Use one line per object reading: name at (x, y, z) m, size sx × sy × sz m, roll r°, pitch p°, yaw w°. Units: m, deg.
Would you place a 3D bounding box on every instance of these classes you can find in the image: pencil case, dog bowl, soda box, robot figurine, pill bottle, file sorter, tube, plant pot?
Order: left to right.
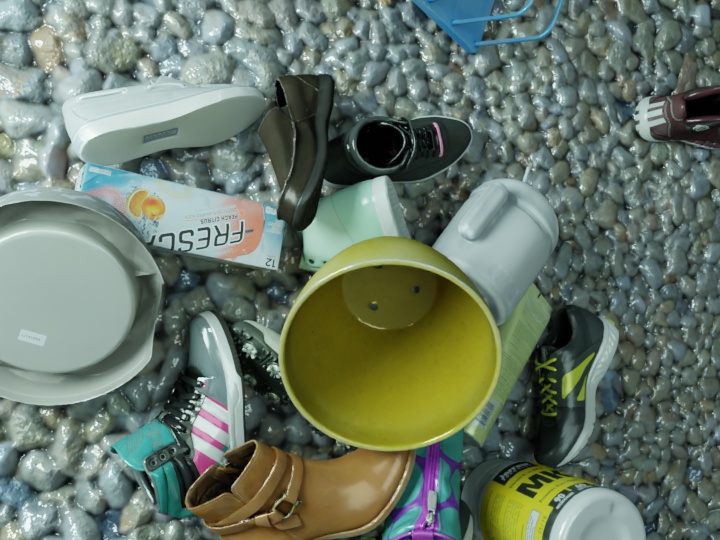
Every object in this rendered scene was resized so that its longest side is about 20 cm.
dog bowl at (-0.268, 0.019, 0.720) m, size 0.197 × 0.059 × 0.203 m, roll -6°, pitch 120°, yaw -10°
soda box at (-0.174, -0.048, 0.798) m, size 0.197 × 0.068 × 0.065 m, roll 11°, pitch 86°, yaw -24°
plant pot at (0.028, 0.046, 0.787) m, size 0.197 × 0.143 × 0.203 m, roll 1°, pitch 119°, yaw 1°
pencil case at (0.070, 0.192, 0.857) m, size 0.084 × 0.093 × 0.202 m, roll 10°, pitch 59°, yaw -7°
file sorter at (0.125, -0.347, 0.875) m, size 0.199 × 0.122 × 0.141 m, roll 28°, pitch 78°, yaw -43°
robot figurine at (0.144, -0.020, 0.911) m, size 0.201 × 0.112 × 0.170 m, roll -52°, pitch 151°, yaw -21°
tube at (0.165, 0.107, 0.961) m, size 0.051 × 0.058 × 0.201 m, roll 29°, pitch 73°, yaw 11°
pill bottle at (0.197, 0.270, 0.886) m, size 0.113 × 0.199 × 0.116 m, roll 0°, pitch 90°, yaw -24°

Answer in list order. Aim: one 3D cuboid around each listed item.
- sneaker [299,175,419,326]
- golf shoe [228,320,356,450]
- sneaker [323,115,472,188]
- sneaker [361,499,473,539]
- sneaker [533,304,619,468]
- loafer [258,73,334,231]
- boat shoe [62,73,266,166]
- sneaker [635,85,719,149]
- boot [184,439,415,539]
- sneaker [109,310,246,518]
sneaker at (0.000, -0.001, 0.889) m, size 0.117 × 0.074 × 0.202 m, roll -11°, pitch 120°, yaw 14°
golf shoe at (-0.054, 0.103, 0.857) m, size 0.200 × 0.077 × 0.089 m, roll 40°, pitch 54°, yaw -24°
sneaker at (0.054, -0.132, 0.886) m, size 0.198 × 0.099 × 0.072 m, roll -14°, pitch 93°, yaw -24°
sneaker at (0.038, 0.310, 0.876) m, size 0.200 × 0.074 × 0.085 m, roll -42°, pitch 104°, yaw -19°
sneaker at (0.235, 0.133, 0.981) m, size 0.084 × 0.074 × 0.202 m, roll 30°, pitch 69°, yaw -18°
loafer at (-0.069, -0.121, 0.822) m, size 0.070 × 0.073 × 0.202 m, roll 9°, pitch 48°, yaw -7°
boat shoe at (-0.188, -0.156, 0.800) m, size 0.198 × 0.072 × 0.069 m, roll -23°, pitch 71°, yaw -26°
sneaker at (0.461, -0.198, 1.057) m, size 0.197 × 0.115 × 0.077 m, roll -8°, pitch 92°, yaw -23°
boot at (-0.054, 0.195, 0.784) m, size 0.199 × 0.077 × 0.156 m, roll -38°, pitch 124°, yaw 4°
sneaker at (-0.179, 0.145, 0.791) m, size 0.119 × 0.083 × 0.203 m, roll -6°, pitch 93°, yaw -33°
